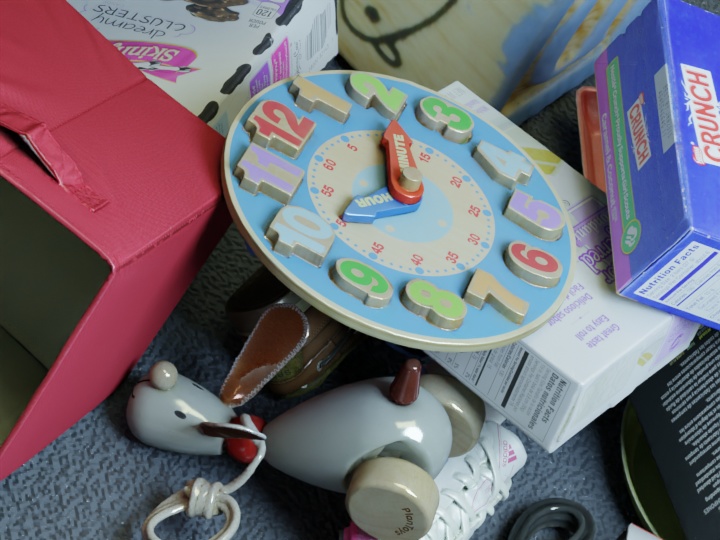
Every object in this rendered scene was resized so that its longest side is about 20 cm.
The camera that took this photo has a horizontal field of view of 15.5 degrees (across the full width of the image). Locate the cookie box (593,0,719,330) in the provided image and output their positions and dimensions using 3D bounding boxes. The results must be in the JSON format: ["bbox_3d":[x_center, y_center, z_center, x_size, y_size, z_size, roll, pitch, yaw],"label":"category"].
[{"bbox_3d":[0.234,-0.042,1.470,0.199,0.075,0.172,19,48,-24],"label":"cookie box"}]

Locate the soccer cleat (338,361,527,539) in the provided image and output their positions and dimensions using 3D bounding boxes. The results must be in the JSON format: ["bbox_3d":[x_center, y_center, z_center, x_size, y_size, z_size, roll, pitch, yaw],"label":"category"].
[{"bbox_3d":[0.045,0.123,1.482,0.086,0.070,0.201,-5,42,20],"label":"soccer cleat"}]

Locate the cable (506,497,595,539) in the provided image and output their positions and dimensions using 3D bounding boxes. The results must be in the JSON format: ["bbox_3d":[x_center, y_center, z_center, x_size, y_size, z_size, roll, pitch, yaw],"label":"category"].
[{"bbox_3d":[0.077,0.201,1.491,0.096,0.051,0.200,7,31,10],"label":"cable"}]

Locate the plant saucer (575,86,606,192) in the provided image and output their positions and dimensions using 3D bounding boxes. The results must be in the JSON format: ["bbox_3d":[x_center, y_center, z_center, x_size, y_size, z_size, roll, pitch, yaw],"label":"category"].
[{"bbox_3d":[0.236,-0.022,1.733,0.198,0.037,0.201,8,52,-12],"label":"plant saucer"}]

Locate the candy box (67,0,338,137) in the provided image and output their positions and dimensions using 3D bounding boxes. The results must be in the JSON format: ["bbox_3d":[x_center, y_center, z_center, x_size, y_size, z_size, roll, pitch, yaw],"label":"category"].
[{"bbox_3d":[-0.127,-0.123,1.566,0.167,0.072,0.200,14,42,18],"label":"candy box"}]

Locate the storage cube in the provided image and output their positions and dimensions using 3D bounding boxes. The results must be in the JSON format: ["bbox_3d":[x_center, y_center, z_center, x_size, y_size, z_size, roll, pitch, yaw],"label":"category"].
[{"bbox_3d":[-0.190,-0.019,1.393,0.171,0.200,0.180,39,30,7],"label":"storage cube"}]

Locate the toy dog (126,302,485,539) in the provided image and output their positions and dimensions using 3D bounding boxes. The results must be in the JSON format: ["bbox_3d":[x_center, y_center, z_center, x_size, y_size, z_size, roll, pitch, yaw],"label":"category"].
[{"bbox_3d":[-0.031,0.075,1.429,0.198,0.097,0.132,-4,40,0],"label":"toy dog"}]

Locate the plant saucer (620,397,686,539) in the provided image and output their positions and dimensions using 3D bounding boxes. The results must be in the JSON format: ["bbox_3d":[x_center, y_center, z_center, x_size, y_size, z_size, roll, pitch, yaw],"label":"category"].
[{"bbox_3d":[0.242,0.139,1.625,0.199,0.031,0.201,15,48,-17],"label":"plant saucer"}]

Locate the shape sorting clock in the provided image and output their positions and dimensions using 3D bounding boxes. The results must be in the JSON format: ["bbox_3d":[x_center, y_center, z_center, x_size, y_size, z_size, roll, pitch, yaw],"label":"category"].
[{"bbox_3d":[0.022,-0.036,1.397,0.199,0.039,0.201,12,42,-11],"label":"shape sorting clock"}]

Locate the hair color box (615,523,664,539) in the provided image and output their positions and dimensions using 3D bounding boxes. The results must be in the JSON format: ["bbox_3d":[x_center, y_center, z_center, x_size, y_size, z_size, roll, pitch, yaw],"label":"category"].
[{"bbox_3d":[0.217,0.238,1.508,0.199,0.061,0.102,29,45,-6],"label":"hair color box"}]

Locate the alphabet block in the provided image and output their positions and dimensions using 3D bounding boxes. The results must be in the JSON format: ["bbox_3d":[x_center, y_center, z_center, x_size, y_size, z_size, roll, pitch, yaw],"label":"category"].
[{"bbox_3d":[0.083,-0.227,1.716,0.200,0.196,0.196,44,44,11],"label":"alphabet block"}]

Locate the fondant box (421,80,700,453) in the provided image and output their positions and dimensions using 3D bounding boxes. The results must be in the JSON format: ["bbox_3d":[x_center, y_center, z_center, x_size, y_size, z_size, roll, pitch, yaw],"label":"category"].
[{"bbox_3d":[0.078,-0.007,1.464,0.200,0.058,0.144,39,43,18],"label":"fondant box"}]

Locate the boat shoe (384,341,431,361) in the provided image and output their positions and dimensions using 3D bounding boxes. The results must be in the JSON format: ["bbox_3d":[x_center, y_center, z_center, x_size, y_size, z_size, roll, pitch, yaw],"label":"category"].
[{"bbox_3d":[0.076,0.009,1.555,0.200,0.068,0.085,-4,83,-57],"label":"boat shoe"}]

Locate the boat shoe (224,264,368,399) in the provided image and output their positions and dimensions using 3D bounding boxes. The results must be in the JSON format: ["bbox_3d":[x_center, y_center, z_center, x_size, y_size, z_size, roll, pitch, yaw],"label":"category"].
[{"bbox_3d":[0.000,0.000,1.578,0.200,0.072,0.068,-39,115,-32],"label":"boat shoe"}]

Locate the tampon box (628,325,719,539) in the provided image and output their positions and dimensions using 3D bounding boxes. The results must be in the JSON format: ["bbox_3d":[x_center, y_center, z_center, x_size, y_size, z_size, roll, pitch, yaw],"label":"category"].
[{"bbox_3d":[0.251,0.056,1.556,0.149,0.126,0.201,3,56,-38],"label":"tampon box"}]
